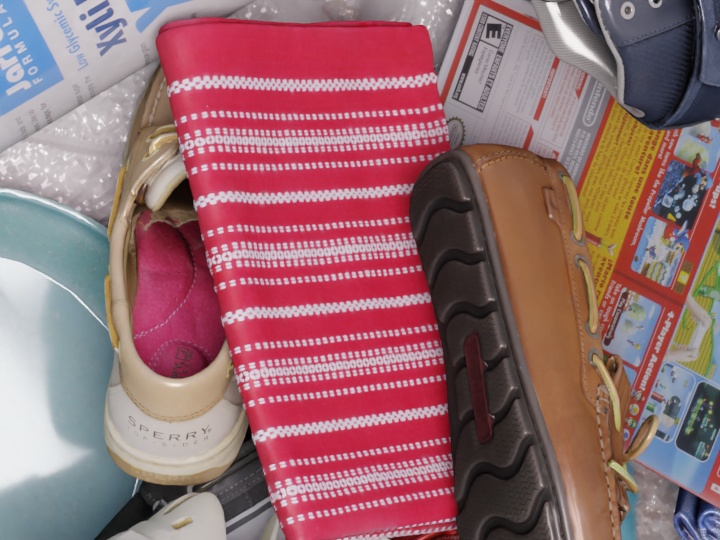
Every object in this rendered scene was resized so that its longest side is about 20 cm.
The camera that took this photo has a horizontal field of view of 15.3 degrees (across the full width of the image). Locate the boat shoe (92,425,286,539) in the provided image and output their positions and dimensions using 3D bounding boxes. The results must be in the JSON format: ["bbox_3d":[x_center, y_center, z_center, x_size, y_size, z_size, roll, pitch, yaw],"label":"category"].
[{"bbox_3d":[-0.052,0.082,1.025,0.199,0.069,0.057,-30,94,-19],"label":"boat shoe"}]

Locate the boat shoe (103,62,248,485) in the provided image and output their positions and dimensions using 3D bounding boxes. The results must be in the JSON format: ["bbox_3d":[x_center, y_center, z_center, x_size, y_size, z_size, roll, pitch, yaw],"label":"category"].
[{"bbox_3d":[-0.058,-0.019,1.014,0.073,0.069,0.201,5,56,-4],"label":"boat shoe"}]

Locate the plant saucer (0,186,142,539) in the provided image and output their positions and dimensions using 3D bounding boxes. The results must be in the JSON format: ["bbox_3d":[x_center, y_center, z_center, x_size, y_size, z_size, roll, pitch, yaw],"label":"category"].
[{"bbox_3d":[-0.156,0.067,1.048,0.199,0.036,0.201,0,90,-14],"label":"plant saucer"}]

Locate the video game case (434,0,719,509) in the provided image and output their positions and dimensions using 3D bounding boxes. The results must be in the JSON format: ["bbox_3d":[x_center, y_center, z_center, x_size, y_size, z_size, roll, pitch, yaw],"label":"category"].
[{"bbox_3d":[0.098,-0.011,1.028,0.017,0.200,0.144,2,112,-53],"label":"video game case"}]

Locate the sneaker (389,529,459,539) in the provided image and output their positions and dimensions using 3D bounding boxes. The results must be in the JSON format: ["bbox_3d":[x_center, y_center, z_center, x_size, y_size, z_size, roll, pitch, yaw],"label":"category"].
[{"bbox_3d":[0.043,0.107,1.067,0.077,0.085,0.200,35,83,-11],"label":"sneaker"}]

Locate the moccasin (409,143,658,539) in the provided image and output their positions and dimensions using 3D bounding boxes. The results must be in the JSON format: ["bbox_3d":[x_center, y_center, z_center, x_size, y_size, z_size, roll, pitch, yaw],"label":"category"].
[{"bbox_3d":[0.071,0.051,0.983,0.077,0.074,0.202,2,62,-31],"label":"moccasin"}]

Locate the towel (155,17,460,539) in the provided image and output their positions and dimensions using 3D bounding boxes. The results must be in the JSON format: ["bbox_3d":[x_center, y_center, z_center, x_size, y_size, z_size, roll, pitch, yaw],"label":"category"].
[{"bbox_3d":[0.000,0.000,0.999,0.144,0.022,0.201,-2,73,-46],"label":"towel"}]

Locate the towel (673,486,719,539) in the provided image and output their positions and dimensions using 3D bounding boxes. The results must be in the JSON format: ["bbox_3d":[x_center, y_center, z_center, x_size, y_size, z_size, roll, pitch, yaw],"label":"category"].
[{"bbox_3d":[0.195,0.149,1.074,0.024,0.147,0.200,-36,96,17],"label":"towel"}]

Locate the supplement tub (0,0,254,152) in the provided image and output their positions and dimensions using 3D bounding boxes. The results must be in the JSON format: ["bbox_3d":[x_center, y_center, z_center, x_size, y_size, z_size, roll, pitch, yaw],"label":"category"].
[{"bbox_3d":[-0.112,-0.134,1.009,0.200,0.132,0.132,-33,96,-7],"label":"supplement tub"}]

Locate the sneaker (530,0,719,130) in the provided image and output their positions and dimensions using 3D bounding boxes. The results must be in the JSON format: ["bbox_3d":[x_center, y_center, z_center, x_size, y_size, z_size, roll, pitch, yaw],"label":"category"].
[{"bbox_3d":[0.130,-0.143,0.923,0.145,0.077,0.203,-8,116,-20],"label":"sneaker"}]

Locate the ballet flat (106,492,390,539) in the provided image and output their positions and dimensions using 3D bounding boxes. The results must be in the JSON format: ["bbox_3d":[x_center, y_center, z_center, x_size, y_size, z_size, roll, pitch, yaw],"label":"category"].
[{"bbox_3d":[-0.043,0.116,0.963,0.199,0.072,0.072,10,87,-26],"label":"ballet flat"}]
